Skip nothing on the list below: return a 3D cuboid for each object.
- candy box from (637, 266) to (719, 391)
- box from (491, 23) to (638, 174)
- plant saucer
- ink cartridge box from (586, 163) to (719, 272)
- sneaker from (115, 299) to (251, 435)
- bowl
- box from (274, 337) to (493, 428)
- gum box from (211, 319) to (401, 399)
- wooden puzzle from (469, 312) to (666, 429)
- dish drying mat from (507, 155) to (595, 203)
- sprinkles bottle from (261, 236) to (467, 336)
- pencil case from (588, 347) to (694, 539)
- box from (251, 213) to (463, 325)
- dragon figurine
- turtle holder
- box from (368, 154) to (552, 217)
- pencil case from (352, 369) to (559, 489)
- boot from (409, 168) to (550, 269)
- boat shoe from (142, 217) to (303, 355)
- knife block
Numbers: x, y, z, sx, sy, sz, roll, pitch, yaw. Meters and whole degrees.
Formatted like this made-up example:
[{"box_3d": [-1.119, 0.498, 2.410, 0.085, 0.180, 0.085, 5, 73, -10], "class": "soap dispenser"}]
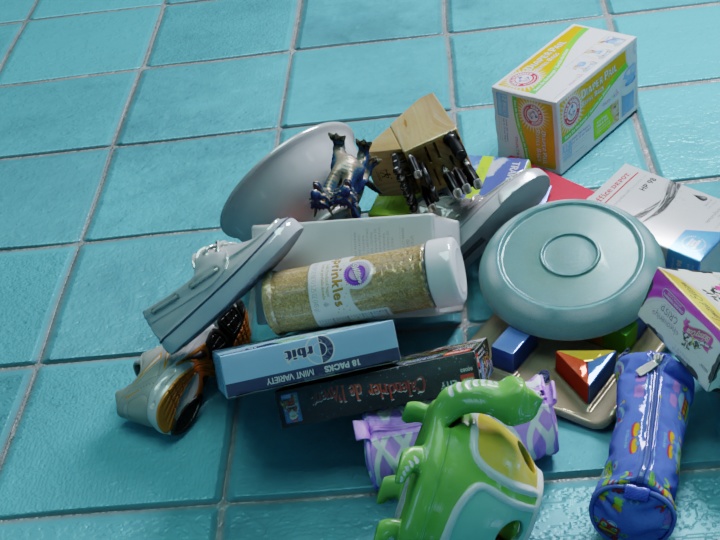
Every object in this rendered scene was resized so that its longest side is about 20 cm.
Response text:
[{"box_3d": [0.393, 0.061, 1.303, 0.199, 0.061, 0.136, 4, 29, -24], "class": "candy box"}, {"box_3d": [0.274, -0.229, 1.764, 0.101, 0.113, 0.200, 20, 46, 36], "class": "box"}, {"box_3d": [0.225, -0.010, 1.429, 0.199, 0.027, 0.201, -7, 46, 7], "class": "plant saucer"}, {"box_3d": [0.322, -0.050, 1.519, 0.200, 0.067, 0.116, 25, 48, 31], "class": "ink cartridge box"}, {"box_3d": [-0.196, 0.094, 1.456, 0.092, 0.076, 0.200, 6, 36, 29], "class": "sneaker"}, {"box_3d": [-0.063, -0.077, 1.597, 0.201, 0.201, 0.090, -30, 71, -27], "class": "bowl"}, {"box_3d": [0.027, 0.110, 1.323, 0.199, 0.038, 0.137, -13, 0, 10], "class": "box"}, {"box_3d": [-0.060, 0.086, 1.341, 0.169, 0.045, 0.200, -11, 0, -8], "class": "gum box"}, {"box_3d": [0.214, 0.072, 1.408, 0.199, 0.046, 0.185, 16, 42, 32], "class": "wooden puzzle"}, {"box_3d": [0.235, -0.093, 1.662, 0.077, 0.018, 0.200, -32, 40, -27], "class": "dish drying mat"}, {"box_3d": [0.004, 0.017, 1.329, 0.199, 0.068, 0.068, -11, 34, 14], "class": "sprinkles bottle"}, {"box_3d": [0.263, 0.157, 1.233, 0.078, 0.087, 0.200, 7, 41, 15], "class": "pencil case"}, {"box_3d": [0.000, 0.000, 1.443, 0.199, 0.107, 0.152, -3, -1, 13], "class": "box"}, {"box_3d": [-0.018, -0.089, 1.486, 0.059, 0.200, 0.100, 14, 79, 7], "class": "dragon figurine"}, {"box_3d": [0.094, 0.178, 1.179, 0.131, 0.186, 0.141, 17, -3, -1], "class": "turtle holder"}, {"box_3d": [0.123, -0.086, 1.635, 0.199, 0.048, 0.122, 6, 49, 23], "class": "box"}, {"box_3d": [0.097, 0.155, 1.283, 0.199, 0.086, 0.084, -14, 62, -2], "class": "pencil case"}, {"box_3d": [0.118, -0.068, 1.542, 0.200, 0.074, 0.096, -40, 58, 1], "class": "boot"}, {"box_3d": [-0.146, 0.004, 1.366, 0.200, 0.065, 0.074, -41, -2, 13], "class": "boat shoe"}, {"box_3d": [0.099, -0.141, 1.569, 0.175, 0.064, 0.200, 0, 34, 42], "class": "knife block"}]
